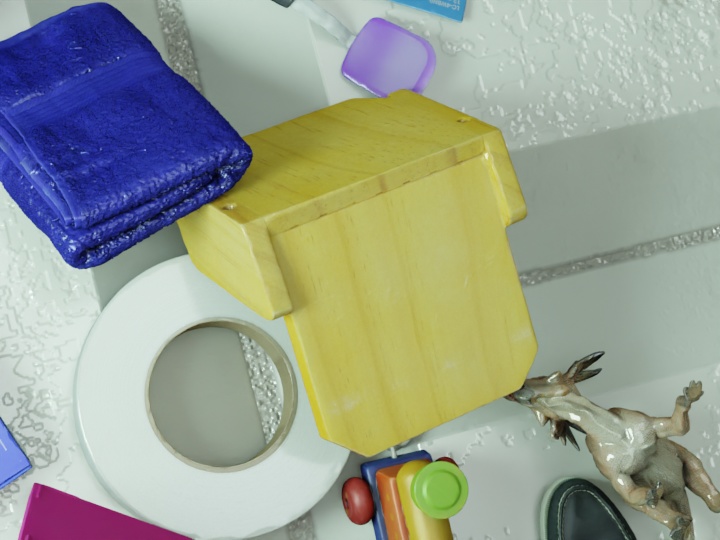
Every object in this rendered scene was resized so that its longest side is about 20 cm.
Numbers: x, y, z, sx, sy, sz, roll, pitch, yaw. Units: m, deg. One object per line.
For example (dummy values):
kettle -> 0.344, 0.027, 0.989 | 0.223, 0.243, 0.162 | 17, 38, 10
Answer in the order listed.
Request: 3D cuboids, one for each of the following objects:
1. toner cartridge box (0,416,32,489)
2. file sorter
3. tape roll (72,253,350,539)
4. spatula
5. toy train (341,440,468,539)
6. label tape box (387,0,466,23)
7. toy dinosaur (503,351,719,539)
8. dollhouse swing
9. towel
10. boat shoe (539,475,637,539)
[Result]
toner cartridge box -> -0.313, 0.075, 1.224 | 0.095, 0.043, 0.200 | -33, 90, -18
file sorter -> -0.141, 0.244, 1.180 | 0.200, 0.139, 0.126 | 21, 98, -9
tape roll -> -0.099, 0.088, 1.279 | 0.202, 0.037, 0.203 | 3, 80, -14
spatula -> -0.036, -0.189, 1.348 | 0.200, 0.021, 0.057 | 32, 79, -7
toy train -> 0.039, 0.146, 1.263 | 0.084, 0.116, 0.201 | -11, 84, -16
label tape box -> 0.039, -0.302, 1.363 | 0.143, 0.066, 0.201 | 15, 76, -11
toy dinosaur -> 0.193, 0.130, 1.320 | 0.086, 0.135, 0.200 | -46, 123, -17
dollhouse swing -> 0.000, 0.000, 1.276 | 0.200, 0.182, 0.176 | -23, 118, -23
towel -> -0.180, -0.099, 1.229 | 0.147, 0.050, 0.200 | -32, 53, -16
boat shoe -> 0.185, 0.241, 1.310 | 0.074, 0.066, 0.200 | -12, 84, -16
